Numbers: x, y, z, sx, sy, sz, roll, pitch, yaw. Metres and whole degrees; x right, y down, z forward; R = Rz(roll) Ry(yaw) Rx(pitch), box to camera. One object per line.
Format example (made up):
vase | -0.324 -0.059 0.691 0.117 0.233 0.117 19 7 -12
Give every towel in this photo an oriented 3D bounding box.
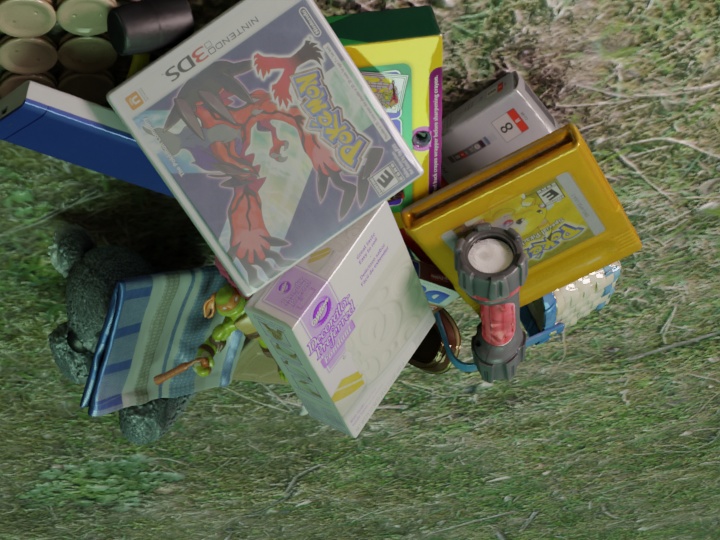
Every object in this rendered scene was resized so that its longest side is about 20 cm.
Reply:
towel | -0.179 0.065 1.308 0.199 0.024 0.148 -7 123 -53

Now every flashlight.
flashlight | 0.125 0.038 1.251 0.067 0.068 0.201 -14 145 -3

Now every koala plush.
koala plush | -0.242 0.040 1.384 0.184 0.177 0.200 -45 148 -13

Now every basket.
basket | 0.162 0.003 1.418 0.199 0.177 0.139 -16 155 -10

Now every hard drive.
hard drive | -0.211 -0.107 1.148 0.199 0.026 0.132 18 166 -28

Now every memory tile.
memory tile | -0.300 -0.181 1.101 0.198 0.017 0.154 -3 152 -13

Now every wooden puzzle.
wooden puzzle | -0.067 0.089 1.657 0.199 0.047 0.185 3 151 -32

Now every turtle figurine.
turtle figurine | -0.104 0.055 1.322 0.200 0.064 0.161 -45 139 7

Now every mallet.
mallet | -0.183 -0.164 1.139 0.065 0.041 0.200 -21 161 -21

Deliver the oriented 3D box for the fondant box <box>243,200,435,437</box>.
fondant box | -0.012 0.039 1.195 0.058 0.145 0.200 23 157 31

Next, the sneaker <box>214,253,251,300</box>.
sneaker | -0.061 0.003 1.211 0.095 0.079 0.200 -48 148 -9

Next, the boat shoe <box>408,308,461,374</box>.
boat shoe | 0.038 0.052 1.474 0.067 0.200 0.072 17 105 -36

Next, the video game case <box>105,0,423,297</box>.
video game case | -0.075 -0.110 1.085 0.182 0.201 0.023 -35 -168 -1

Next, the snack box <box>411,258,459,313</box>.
snack box | 0.000 0.000 1.329 0.199 0.024 0.072 19 145 -26

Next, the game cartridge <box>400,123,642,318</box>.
game cartridge | 0.154 -0.036 1.242 0.175 0.033 0.200 -27 142 14

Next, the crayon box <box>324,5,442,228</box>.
crayon box | -0.017 -0.124 1.177 0.171 0.058 0.201 -7 130 -6

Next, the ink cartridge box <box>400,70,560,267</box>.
ink cartridge box | 0.116 -0.074 1.293 0.199 0.050 0.162 -34 115 19
